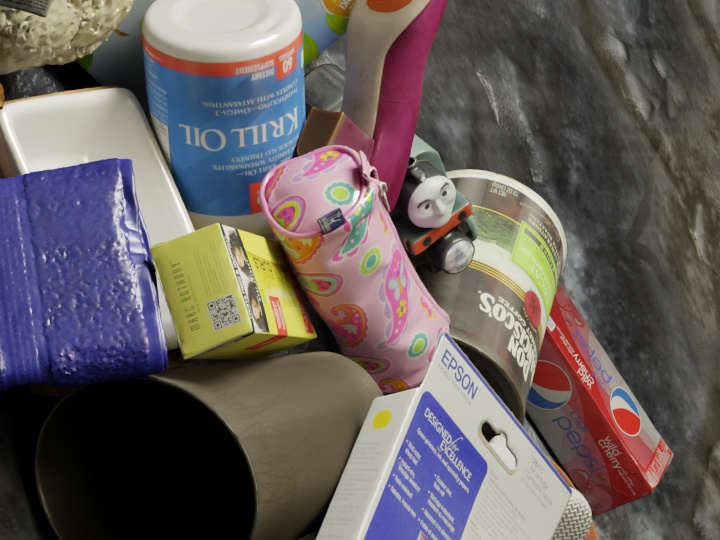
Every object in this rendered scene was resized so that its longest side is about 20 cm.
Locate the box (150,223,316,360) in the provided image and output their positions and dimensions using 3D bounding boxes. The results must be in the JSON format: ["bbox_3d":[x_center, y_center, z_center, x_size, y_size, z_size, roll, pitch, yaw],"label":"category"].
[{"bbox_3d":[-0.079,0.017,1.332,0.200,0.050,0.076,23,48,-79],"label":"box"}]

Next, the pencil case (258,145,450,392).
[{"bbox_3d":[0.000,0.000,1.428,0.200,0.087,0.088,63,26,-46],"label":"pencil case"}]

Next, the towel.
[{"bbox_3d":[-0.223,0.012,1.247,0.198,0.050,0.149,-7,62,-11],"label":"towel"}]

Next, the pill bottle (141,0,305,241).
[{"bbox_3d":[-0.092,-0.092,1.447,0.112,0.111,0.201,-57,151,-51],"label":"pill bottle"}]

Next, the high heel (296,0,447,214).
[{"bbox_3d":[0.029,-0.139,1.459,0.096,0.067,0.201,39,80,-46],"label":"high heel"}]

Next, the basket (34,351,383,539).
[{"bbox_3d":[-0.076,0.121,1.328,0.199,0.179,0.137,-10,101,-54],"label":"basket"}]

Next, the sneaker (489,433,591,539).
[{"bbox_3d":[0.072,0.206,1.518,0.075,0.200,0.115,40,10,-41],"label":"sneaker"}]

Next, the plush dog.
[{"bbox_3d":[-0.216,-0.180,1.342,0.171,0.199,0.161,-8,75,-62],"label":"plush dog"}]

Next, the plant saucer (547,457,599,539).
[{"bbox_3d":[0.154,0.250,1.672,0.200,0.032,0.201,46,35,-45],"label":"plant saucer"}]

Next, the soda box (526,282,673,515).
[{"bbox_3d":[0.188,0.111,1.796,0.201,0.070,0.063,56,35,-12],"label":"soda box"}]

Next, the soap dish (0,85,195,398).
[{"bbox_3d":[-0.186,-0.018,1.373,0.157,0.081,0.201,-17,83,-55],"label":"soap dish"}]

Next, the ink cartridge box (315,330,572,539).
[{"bbox_3d":[0.052,0.178,1.355,0.198,0.047,0.201,51,50,-38],"label":"ink cartridge box"}]

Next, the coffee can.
[{"bbox_3d":[0.076,0.037,1.627,0.146,0.146,0.201,47,37,-23],"label":"coffee can"}]

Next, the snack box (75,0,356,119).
[{"bbox_3d":[-0.110,-0.201,1.482,0.169,0.200,0.068,44,17,-27],"label":"snack box"}]

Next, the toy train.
[{"bbox_3d":[0.013,-0.073,1.554,0.200,0.085,0.114,44,-15,44],"label":"toy train"}]
